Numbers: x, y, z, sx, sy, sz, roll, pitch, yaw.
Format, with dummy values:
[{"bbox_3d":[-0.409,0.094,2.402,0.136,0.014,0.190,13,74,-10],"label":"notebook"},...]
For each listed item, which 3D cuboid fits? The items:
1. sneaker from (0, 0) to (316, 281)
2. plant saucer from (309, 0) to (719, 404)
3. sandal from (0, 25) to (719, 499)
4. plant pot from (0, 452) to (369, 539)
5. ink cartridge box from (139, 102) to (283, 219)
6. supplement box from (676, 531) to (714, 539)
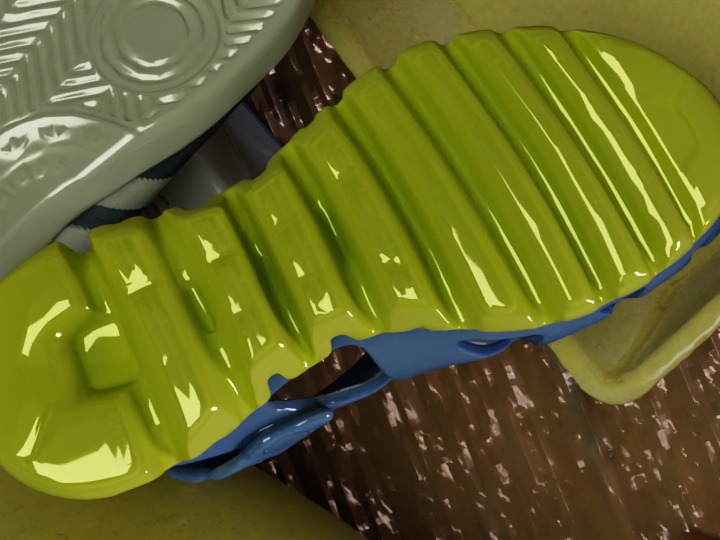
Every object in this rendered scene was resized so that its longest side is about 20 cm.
[{"bbox_3d":[-0.086,-0.024,0.759,0.200,0.085,0.075,-44,72,-9],"label":"sneaker"},{"bbox_3d":[0.090,-0.097,0.761,0.200,0.048,0.200,-42,65,15],"label":"plant saucer"},{"bbox_3d":[0.000,0.000,0.723,0.199,0.087,0.080,-20,77,2],"label":"sandal"},{"bbox_3d":[-0.072,0.121,0.786,0.200,0.200,0.142,-43,73,16],"label":"plant pot"},{"bbox_3d":[-0.131,-0.003,0.842,0.200,0.076,0.137,-42,84,14],"label":"ink cartridge box"},{"bbox_3d":[0.161,0.144,0.777,0.199,0.067,0.069,22,101,14],"label":"supplement box"}]
